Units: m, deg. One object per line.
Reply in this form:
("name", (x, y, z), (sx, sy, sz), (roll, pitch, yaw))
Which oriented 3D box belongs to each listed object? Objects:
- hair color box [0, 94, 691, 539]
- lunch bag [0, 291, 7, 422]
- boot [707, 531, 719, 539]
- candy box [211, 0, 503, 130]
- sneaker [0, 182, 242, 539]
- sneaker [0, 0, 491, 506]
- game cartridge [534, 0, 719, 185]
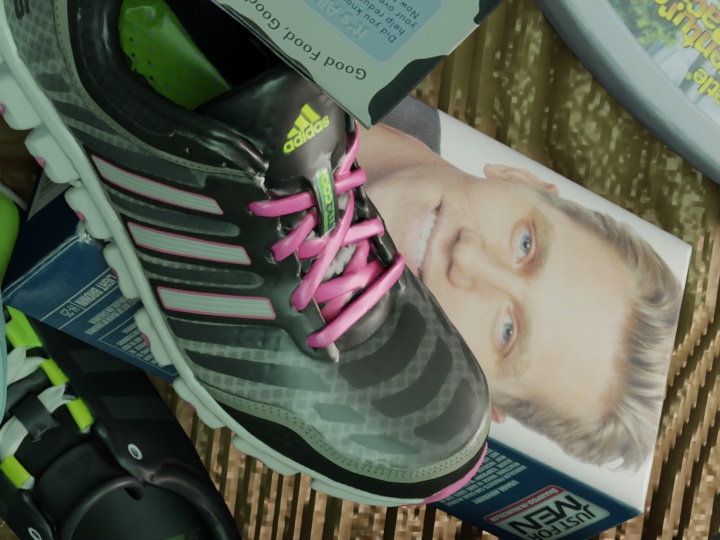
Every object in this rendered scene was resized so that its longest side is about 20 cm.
("hair color box", (0.000, 0.000, 0.886), (0.199, 0.060, 0.100), (27, 59, -22))
("lunch bag", (-0.189, -0.024, 0.802), (0.160, 0.077, 0.201), (-4, 108, 16))
("boot", (0.050, 0.136, 0.906), (0.199, 0.073, 0.182), (-16, 145, -21))
("candy box", (0.050, -0.157, 0.751), (0.071, 0.168, 0.200), (38, 120, -15))
("sneaker", (-0.089, 0.044, 0.875), (0.072, 0.083, 0.200), (-42, 111, -7))
("sneaker", (-0.026, -0.022, 0.786), (0.074, 0.087, 0.200), (-40, 95, -36))
("game cartridge", (0.127, -0.106, 0.944), (0.133, 0.041, 0.200), (-46, 111, -1))
